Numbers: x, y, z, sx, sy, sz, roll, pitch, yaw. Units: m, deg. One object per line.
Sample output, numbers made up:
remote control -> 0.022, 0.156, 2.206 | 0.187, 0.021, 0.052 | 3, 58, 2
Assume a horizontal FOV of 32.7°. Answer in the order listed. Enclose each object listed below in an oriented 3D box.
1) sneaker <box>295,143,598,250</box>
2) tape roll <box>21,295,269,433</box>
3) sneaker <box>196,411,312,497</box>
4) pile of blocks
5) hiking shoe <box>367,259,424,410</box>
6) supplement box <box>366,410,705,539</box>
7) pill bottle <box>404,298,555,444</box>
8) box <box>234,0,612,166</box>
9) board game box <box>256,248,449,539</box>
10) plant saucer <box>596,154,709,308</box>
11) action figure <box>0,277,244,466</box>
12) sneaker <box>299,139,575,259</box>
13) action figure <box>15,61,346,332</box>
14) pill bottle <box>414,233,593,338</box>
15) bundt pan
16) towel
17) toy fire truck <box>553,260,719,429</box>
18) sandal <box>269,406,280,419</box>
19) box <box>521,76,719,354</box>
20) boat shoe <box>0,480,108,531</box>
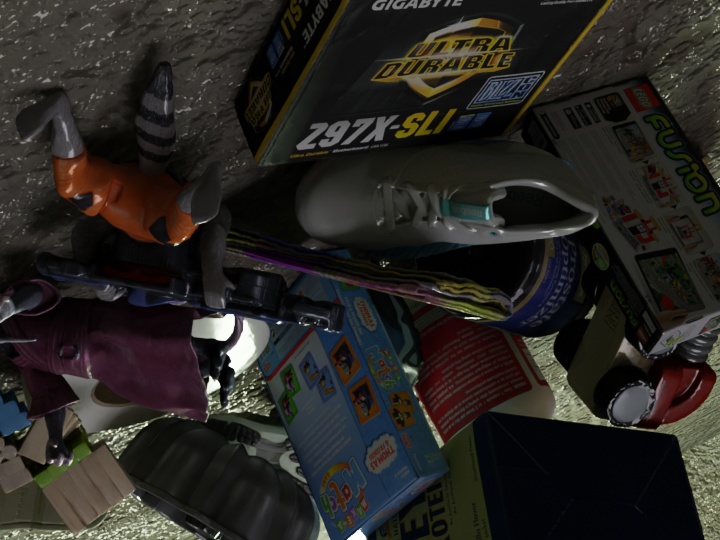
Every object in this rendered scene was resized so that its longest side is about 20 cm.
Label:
sneaker -> 0.057, -0.046, 0.796 | 0.197, 0.076, 0.089 | -3, -165, -6
tape roll -> -0.171, 0.069, 0.985 | 0.201, 0.037, 0.203 | -21, 159, -9
sneaker -> -0.081, 0.169, 1.210 | 0.198, 0.089, 0.078 | 16, 102, -20
pile of blocks -> -0.261, 0.117, 0.916 | 0.199, 0.062, 0.083 | 33, 91, -23
hiking shoe -> 0.006, 0.087, 1.079 | 0.086, 0.074, 0.202 | -18, 124, -16
supplement box -> 0.138, 0.226, 1.000 | 0.198, 0.136, 0.200 | 10, 144, -27
pill bottle -> 0.109, 0.104, 1.135 | 0.111, 0.201, 0.113 | -25, 160, -10
box -> 0.040, -0.135, 0.731 | 0.198, 0.050, 0.160 | -11, 156, -33
board game box -> -0.016, 0.108, 1.017 | 0.036, 0.202, 0.151 | -8, 154, -35
plant saucer -> 0.267, -0.021, 1.150 | 0.201, 0.036, 0.201 | -54, 160, -30
action figure -> -0.183, 0.038, 0.826 | 0.197, 0.150, 0.135 | 9, 126, 2
sneaker -> 0.051, -0.055, 0.882 | 0.197, 0.078, 0.081 | -1, -165, -14
action figure -> -0.098, -0.032, 0.732 | 0.197, 0.106, 0.194 | 12, 163, 3
pill bottle -> 0.134, -0.003, 1.049 | 0.111, 0.113, 0.199 | -33, 157, 20
bundt pan -> -0.120, 0.192, 1.064 | 0.076, 0.200, 0.202 | -60, 166, -17
towel -> 0.000, 0.000, 0.861 | 0.198, 0.023, 0.143 | 14, 180, 31
toy fire truck -> 0.278, 0.034, 1.035 | 0.198, 0.129, 0.178 | 7, 115, -26
sandal -> -0.041, 0.114, 1.218 | 0.081, 0.055, 0.200 | -8, 168, -23
box -> 0.212, -0.046, 0.909 | 0.109, 0.202, 0.035 | -16, 154, -19
boat shoe -> -0.310, 0.178, 1.026 | 0.199, 0.076, 0.068 | 22, 172, -37
